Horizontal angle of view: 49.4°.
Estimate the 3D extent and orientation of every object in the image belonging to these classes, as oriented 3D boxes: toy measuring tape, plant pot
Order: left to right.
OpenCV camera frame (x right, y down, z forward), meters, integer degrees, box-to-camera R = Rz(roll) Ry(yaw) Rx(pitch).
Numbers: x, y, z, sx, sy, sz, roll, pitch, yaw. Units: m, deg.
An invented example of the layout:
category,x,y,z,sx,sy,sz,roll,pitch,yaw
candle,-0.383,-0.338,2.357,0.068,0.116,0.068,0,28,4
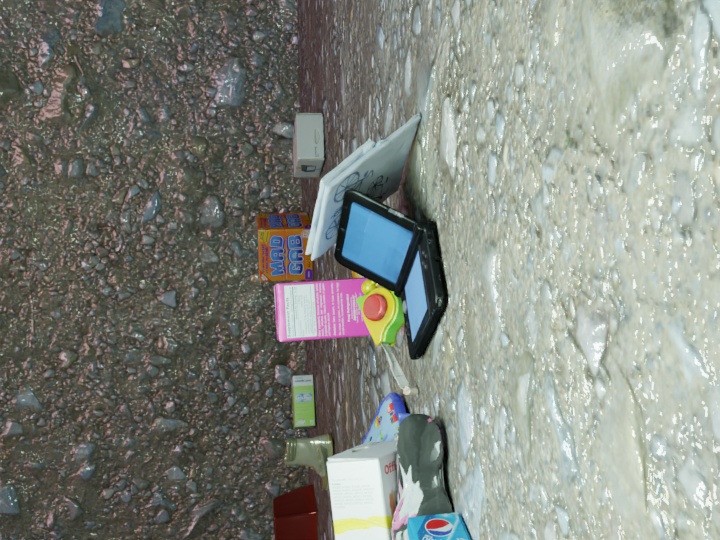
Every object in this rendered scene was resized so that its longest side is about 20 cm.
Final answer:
category,x,y,z,sx,sy,sz,roll,pitch,yaw
plant pot,-0.273,1.033,3.251,0.200,0.174,0.202,-115,24,-70
toy measuring tape,0.054,0.089,1.191,0.074,0.073,0.201,99,149,-54

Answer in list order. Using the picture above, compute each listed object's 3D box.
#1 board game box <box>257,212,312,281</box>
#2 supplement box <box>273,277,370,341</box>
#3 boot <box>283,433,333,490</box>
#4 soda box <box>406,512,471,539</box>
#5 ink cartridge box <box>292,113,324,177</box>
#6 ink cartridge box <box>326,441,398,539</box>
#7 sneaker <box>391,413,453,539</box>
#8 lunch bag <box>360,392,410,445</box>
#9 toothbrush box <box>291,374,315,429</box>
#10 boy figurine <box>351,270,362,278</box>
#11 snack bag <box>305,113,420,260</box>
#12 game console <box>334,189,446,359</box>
category,x,y,z,sx,sy,sz,roll,pitch,yaw
board game box,-0.286,-0.092,2.951,0.200,0.198,0.202,-111,20,-67
supplement box,-0.049,0.066,1.366,0.101,0.198,0.105,161,106,-82
boot,-0.161,0.598,2.434,0.072,0.153,0.202,-110,19,-64
soda box,0.092,0.397,0.946,0.064,0.067,0.202,-117,26,-70
ink cartridge box,-0.161,-0.381,2.401,0.200,0.087,0.147,141,127,-78
ink cartridge box,0.029,0.345,1.071,0.145,0.083,0.202,4,-103,-66
sneaker,0.083,0.289,1.022,0.086,0.079,0.202,66,-152,-80
lunch bag,0.044,0.304,1.236,0.151,0.093,0.202,-102,22,-61
toothbrush box,-0.228,0.524,3.110,0.146,0.085,0.202,115,151,-73
boy figurine,0.000,0.000,1.489,0.124,0.064,0.202,-158,63,-84
snack bag,0.004,-0.121,1.101,0.021,0.200,0.189,41,152,15
game console,0.034,0.012,1.074,0.200,0.115,0.177,103,163,-62
